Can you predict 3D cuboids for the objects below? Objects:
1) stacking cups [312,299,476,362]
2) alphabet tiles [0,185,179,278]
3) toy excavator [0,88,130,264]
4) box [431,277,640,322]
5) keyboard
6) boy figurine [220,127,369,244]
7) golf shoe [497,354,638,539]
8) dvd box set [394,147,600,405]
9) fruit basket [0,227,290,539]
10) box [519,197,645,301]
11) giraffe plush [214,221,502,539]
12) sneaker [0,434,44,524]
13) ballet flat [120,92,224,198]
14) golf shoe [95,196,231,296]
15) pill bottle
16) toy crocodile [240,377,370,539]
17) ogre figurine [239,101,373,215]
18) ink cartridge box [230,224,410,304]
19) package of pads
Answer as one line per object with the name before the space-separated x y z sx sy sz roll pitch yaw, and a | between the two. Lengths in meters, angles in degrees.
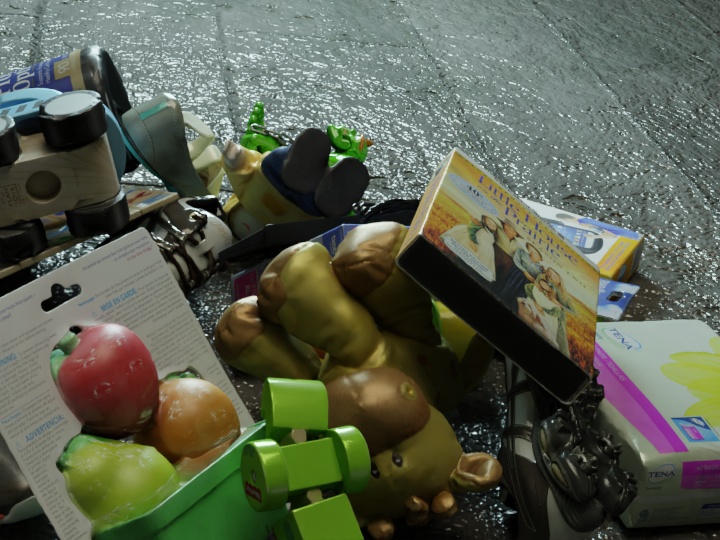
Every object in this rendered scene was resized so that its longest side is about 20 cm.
stacking cups | -0.001 0.050 1.139 0.198 0.061 0.061 -1 26 -17
alphabet tiles | -0.253 -0.033 1.184 0.166 0.008 0.200 -27 18 -25
toy excavator | -0.278 -0.092 1.136 0.193 0.100 0.200 -15 29 -7
box | 0.123 0.020 1.242 0.199 0.048 0.122 16 17 16
keyboard | -0.002 -0.031 1.159 0.199 0.021 0.127 -9 -11 -42
boy figurine | -0.070 -0.063 1.242 0.124 0.065 0.200 38 -24 -16
golf shoe | 0.116 0.109 0.998 0.077 0.095 0.200 28 26 -16
dvd box set | 0.100 -0.003 1.018 0.146 0.029 0.200 40 22 -5
fruit basket | -0.135 0.092 0.865 0.201 0.094 0.185 57 34 -2
box | 0.151 -0.027 1.378 0.199 0.042 0.119 20 27 18
giraffe plush | 0.008 0.093 0.979 0.200 0.172 0.163 36 26 -25
sneaker | -0.265 0.091 0.935 0.199 0.082 0.077 21 27 25
ballet flat | -0.145 -0.090 1.270 0.064 0.200 0.068 -34 69 -3
golf shoe | -0.148 -0.011 1.154 0.094 0.078 0.200 -20 26 6
pill bottle | -0.294 -0.108 1.263 0.199 0.112 0.112 -18 26 2
toy crocodile | -0.022 0.151 0.829 0.067 0.062 0.201 -8 69 -26
ogre figurine | -0.054 -0.091 1.381 0.119 0.200 0.099 18 67 -4
ink cartridge box | 0.000 0.000 1.125 0.119 0.042 0.200 1 -11 -34
package of pads | 0.224 0.104 1.083 0.153 0.069 0.200 -1 27 -19
